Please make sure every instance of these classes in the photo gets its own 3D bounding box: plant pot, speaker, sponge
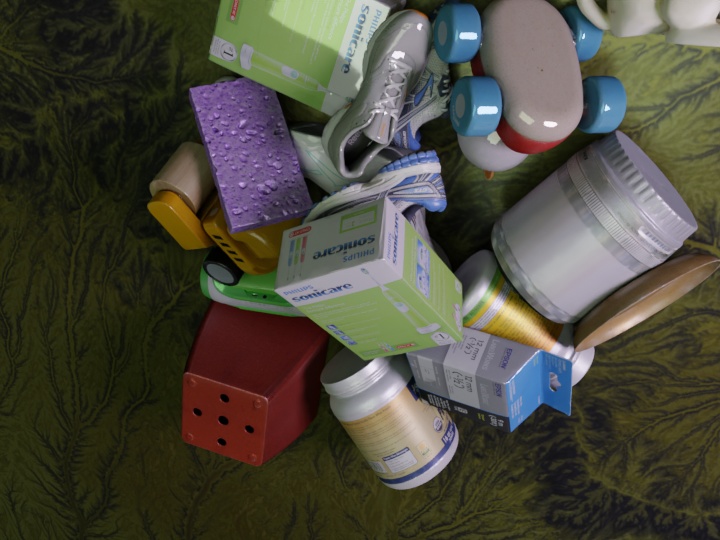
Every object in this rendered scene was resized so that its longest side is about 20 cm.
[{"bbox_3d":[0.342,0.036,0.842,0.200,0.199,0.028,-41,67,30],"label":"plant pot"},{"bbox_3d":[-0.134,0.017,1.028,0.198,0.089,0.089,8,118,14],"label":"speaker"},{"bbox_3d":[-0.176,0.179,1.070,0.198,0.177,0.202,15,119,9],"label":"plant pot"},{"bbox_3d":[-0.142,-0.155,0.890,0.030,0.111,0.202,131,122,-69],"label":"sponge"}]

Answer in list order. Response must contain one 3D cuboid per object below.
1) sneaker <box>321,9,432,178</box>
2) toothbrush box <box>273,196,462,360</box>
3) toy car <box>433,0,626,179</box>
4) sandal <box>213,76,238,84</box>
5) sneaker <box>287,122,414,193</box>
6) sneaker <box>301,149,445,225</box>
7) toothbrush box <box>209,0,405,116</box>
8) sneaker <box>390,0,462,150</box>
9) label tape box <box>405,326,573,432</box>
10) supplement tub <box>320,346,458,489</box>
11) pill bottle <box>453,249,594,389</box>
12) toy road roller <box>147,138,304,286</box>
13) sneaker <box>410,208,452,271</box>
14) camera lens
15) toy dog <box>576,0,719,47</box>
[{"bbox_3d":[0.027,-0.188,0.771,0.075,0.092,0.201,18,120,-24],"label":"sneaker"},{"bbox_3d":[0.017,0.020,0.817,0.144,0.087,0.200,-16,144,29],"label":"toothbrush box"},{"bbox_3d":[0.165,-0.194,0.806,0.182,0.179,0.200,-5,162,-16],"label":"toy car"},{"bbox_3d":[-0.157,-0.168,0.963,0.082,0.050,0.204,-21,108,26],"label":"sandal"},{"bbox_3d":[-0.007,-0.140,0.921,0.198,0.070,0.081,17,118,18],"label":"sneaker"},{"bbox_3d":[0.015,-0.067,0.836,0.199,0.077,0.086,-25,87,25],"label":"sneaker"},{"bbox_3d":[-0.066,-0.294,0.841,0.198,0.086,0.147,25,121,5],"label":"toothbrush box"},{"bbox_3d":[0.085,-0.235,0.849,0.085,0.077,0.201,26,129,-8],"label":"sneaker"},{"bbox_3d":[0.169,0.146,0.897,0.198,0.066,0.144,17,149,26],"label":"label tape box"},{"bbox_3d":[0.042,0.207,1.032,0.144,0.145,0.201,-26,106,27],"label":"supplement tub"},{"bbox_3d":[0.212,0.073,0.924,0.199,0.111,0.111,36,121,-11],"label":"pill bottle"},{"bbox_3d":[-0.169,-0.081,0.930,0.145,0.124,0.200,-5,136,40],"label":"toy road roller"},{"bbox_3d":[0.065,-0.016,0.930,0.075,0.116,0.202,-14,111,23],"label":"sneaker"},{"bbox_3d":[0.269,-0.046,0.823,0.160,0.160,0.200,44,120,-7],"label":"camera lens"},{"bbox_3d":[0.327,-0.338,0.688,0.192,0.139,0.202,15,117,26],"label":"toy dog"}]
